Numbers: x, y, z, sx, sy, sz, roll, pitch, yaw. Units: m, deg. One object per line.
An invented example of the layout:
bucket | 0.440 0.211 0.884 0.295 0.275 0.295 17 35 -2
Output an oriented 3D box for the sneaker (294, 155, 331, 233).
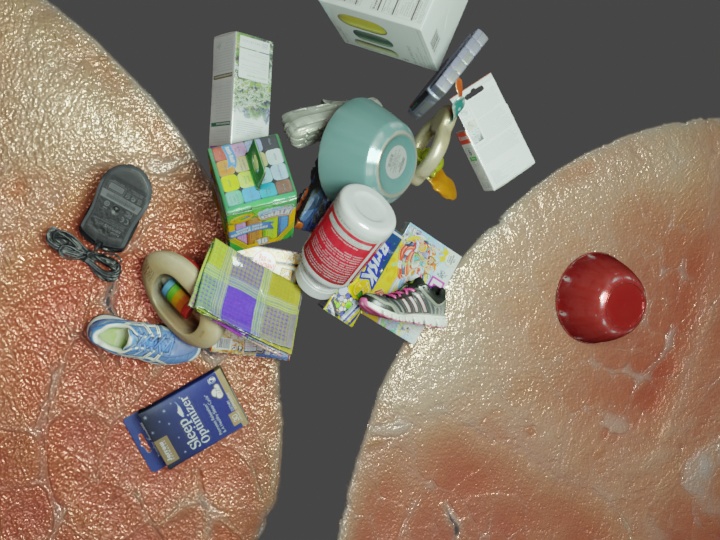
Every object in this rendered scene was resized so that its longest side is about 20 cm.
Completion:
sneaker | -0.057 -0.158 1.178 0.078 0.075 0.202 28 93 -29

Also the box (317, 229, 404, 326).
box | 0.000 0.000 1.205 0.069 0.064 0.202 31 87 -17

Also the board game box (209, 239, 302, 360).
board game box | -0.191 0.055 1.165 0.148 0.046 0.204 9 93 -16

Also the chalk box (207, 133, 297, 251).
chalk box | -0.181 -0.136 1.053 0.122 0.201 0.127 -15 71 -14

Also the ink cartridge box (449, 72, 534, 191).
ink cartridge box | 0.256 -0.274 1.259 0.108 0.050 0.202 -32 102 -10

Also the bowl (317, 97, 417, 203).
bowl | 0.028 -0.197 1.123 0.199 0.104 0.205 -25 125 -41

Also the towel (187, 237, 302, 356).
towel | -0.186 0.047 1.076 0.198 0.023 0.146 32 50 -28

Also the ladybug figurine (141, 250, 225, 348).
ladybug figurine | -0.301 0.043 1.095 0.200 0.072 0.136 48 125 8

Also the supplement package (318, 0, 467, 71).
supplement package | 0.062 -0.471 1.087 0.197 0.152 0.153 24 89 20

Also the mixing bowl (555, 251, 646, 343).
mixing bowl | 0.530 0.067 1.342 0.196 0.108 0.205 -2 96 -15

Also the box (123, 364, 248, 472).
box | -0.320 0.278 1.159 0.198 0.032 0.123 -28 103 -10

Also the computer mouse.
computer mouse | -0.431 -0.096 1.083 0.137 0.053 0.201 34 98 -18

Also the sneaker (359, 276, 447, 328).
sneaker | 0.086 0.053 1.191 0.197 0.073 0.089 11 88 -28

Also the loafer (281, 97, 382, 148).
loafer | -0.051 -0.288 1.159 0.197 0.070 0.071 -21 72 -25

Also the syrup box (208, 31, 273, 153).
syrup box | -0.208 -0.298 1.094 0.078 0.081 0.205 -1 98 -43

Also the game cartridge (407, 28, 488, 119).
game cartridge | 0.151 -0.349 1.142 0.038 0.200 0.130 43 84 -7

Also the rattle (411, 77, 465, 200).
rattle | 0.177 -0.234 1.173 0.142 0.131 0.201 33 115 -7

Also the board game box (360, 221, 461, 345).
board game box | 0.097 0.025 1.251 0.133 0.034 0.203 30 87 -17

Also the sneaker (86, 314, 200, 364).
sneaker | -0.379 0.129 1.103 0.196 0.077 0.077 10 91 -18

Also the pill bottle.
pill bottle | -0.033 -0.043 1.086 0.111 0.113 0.201 26 129 -16
